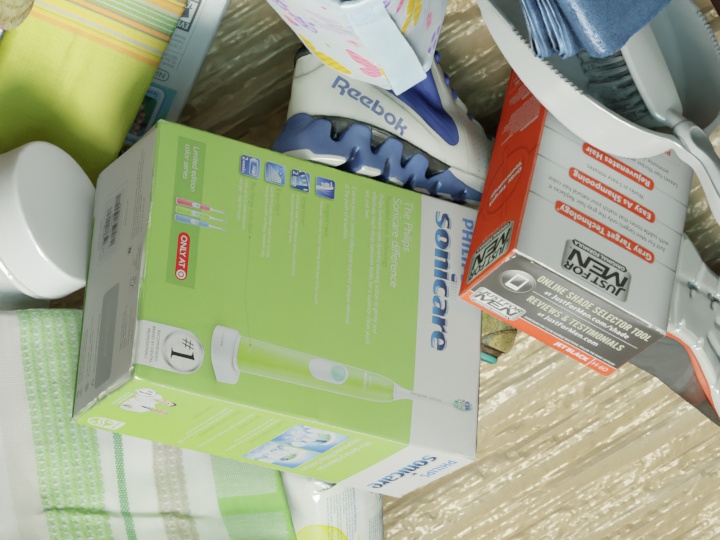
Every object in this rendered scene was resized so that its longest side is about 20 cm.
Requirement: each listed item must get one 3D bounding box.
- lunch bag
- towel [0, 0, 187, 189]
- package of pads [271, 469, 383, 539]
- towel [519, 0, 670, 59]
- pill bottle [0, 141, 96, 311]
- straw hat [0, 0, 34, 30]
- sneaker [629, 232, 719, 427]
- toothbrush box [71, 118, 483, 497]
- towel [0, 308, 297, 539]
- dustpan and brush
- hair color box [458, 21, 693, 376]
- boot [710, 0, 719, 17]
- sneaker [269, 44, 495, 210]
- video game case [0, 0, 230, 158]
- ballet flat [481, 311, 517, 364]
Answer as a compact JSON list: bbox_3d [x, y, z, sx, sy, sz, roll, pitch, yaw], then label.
[{"bbox_3d":[-0.020,-0.197,1.221,0.127,0.170,0.200,-27,75,6],"label":"lunch bag"},{"bbox_3d":[-0.161,-0.109,1.343,0.086,0.018,0.200,23,111,-10],"label":"towel"},{"bbox_3d":[-0.075,0.146,1.403,0.200,0.068,0.155,17,120,34],"label":"package of pads"},{"bbox_3d":[0.097,-0.214,1.234,0.112,0.049,0.200,-39,111,-34],"label":"towel"},{"bbox_3d":[-0.240,0.002,1.323,0.200,0.112,0.112,-24,116,25],"label":"pill bottle"},{"bbox_3d":[-0.150,-0.225,1.212,0.085,0.201,0.201,-5,115,9],"label":"straw hat"},{"bbox_3d":[0.185,0.030,1.449,0.200,0.082,0.077,48,60,-38],"label":"sneaker"},{"bbox_3d":[-0.040,0.023,1.278,0.200,0.146,0.086,14,155,-25],"label":"toothbrush box"},{"bbox_3d":[-0.130,0.089,1.262,0.200,0.031,0.149,-1,74,-32],"label":"towel"},{"bbox_3d":[0.158,-0.086,1.284,0.139,0.200,0.057,-10,159,-36],"label":"dustpan and brush"},{"bbox_3d":[0.126,-0.054,1.326,0.101,0.200,0.061,29,141,-17],"label":"hair color box"},{"bbox_3d":[0.227,-0.150,1.311,0.072,0.166,0.200,-28,114,5],"label":"boot"},{"bbox_3d":[0.035,-0.086,1.357,0.199,0.081,0.115,17,68,-40],"label":"sneaker"},{"bbox_3d":[-0.197,-0.115,1.356,0.200,0.024,0.182,20,110,-16],"label":"video game case"},{"bbox_3d":[0.000,0.000,1.413,0.200,0.071,0.071,15,111,-12],"label":"ballet flat"}]
